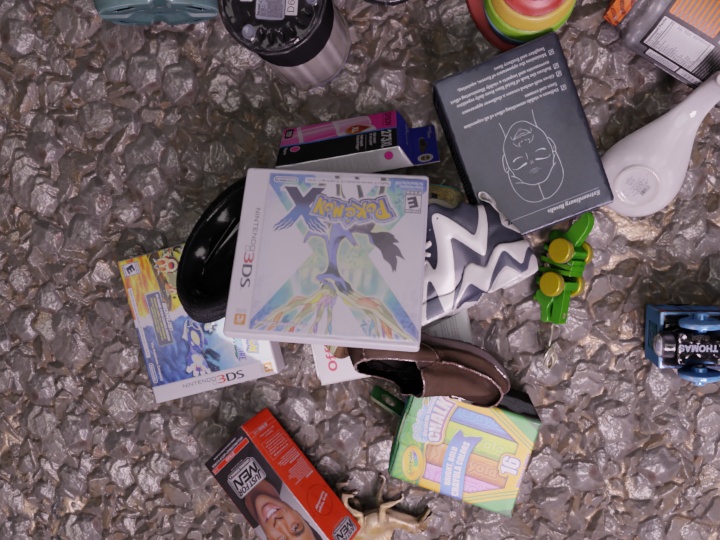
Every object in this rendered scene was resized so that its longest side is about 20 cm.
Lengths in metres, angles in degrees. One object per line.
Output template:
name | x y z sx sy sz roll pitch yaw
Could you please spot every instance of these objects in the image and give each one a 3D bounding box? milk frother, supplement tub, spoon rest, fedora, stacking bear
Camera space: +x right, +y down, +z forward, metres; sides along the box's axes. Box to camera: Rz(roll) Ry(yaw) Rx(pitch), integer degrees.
milk frother | -0.031 -0.301 0.715 0.197 0.188 0.183 22 98 4
supplement tub | 0.385 -0.277 0.699 0.199 0.123 0.123 34 98 3
spoon rest | 0.354 -0.142 0.719 0.099 0.061 0.201 35 134 1
fedora | -0.127 -0.018 0.751 0.198 0.091 0.203 -18 56 29
stacking bear | 0.187 -0.317 0.680 0.120 0.200 0.115 -18 93 8

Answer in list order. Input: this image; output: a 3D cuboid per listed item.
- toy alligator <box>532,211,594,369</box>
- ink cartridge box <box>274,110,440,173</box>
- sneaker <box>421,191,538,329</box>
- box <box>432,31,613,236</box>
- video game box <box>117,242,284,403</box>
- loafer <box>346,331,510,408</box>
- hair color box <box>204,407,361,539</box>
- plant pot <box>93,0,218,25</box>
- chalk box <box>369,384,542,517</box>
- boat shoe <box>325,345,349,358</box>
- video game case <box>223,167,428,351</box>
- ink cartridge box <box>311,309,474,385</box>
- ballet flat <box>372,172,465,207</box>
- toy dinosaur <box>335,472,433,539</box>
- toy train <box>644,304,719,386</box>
toy alligator | 0.242 0.020 0.782 0.054 0.059 0.203 25 108 48
ink cartridge box | -0.004 -0.154 0.773 0.197 0.095 0.037 -6 129 6
sneaker | 0.084 -0.015 0.699 0.198 0.079 0.131 -31 76 29
box | 0.187 -0.148 0.742 0.146 0.107 0.203 -20 92 8
video game box | -0.214 0.061 0.843 0.179 0.047 0.203 -15 93 5
loafer | 0.069 0.112 0.667 0.197 0.072 0.073 21 136 -11
hair color box | -0.103 0.295 0.816 0.200 0.061 0.102 48 119 8
plant pot | -0.252 -0.407 0.741 0.197 0.200 0.199 -2 102 7
chalk box | 0.104 0.194 0.776 0.197 0.125 0.126 17 97 6
boat shoe | 0.000 0.000 0.722 0.075 0.072 0.202 27 89 19
video game case | -0.032 -0.016 0.642 0.197 0.022 0.185 4 73 5
ink cartridge box | 0.035 0.049 0.789 0.197 0.086 0.150 -10 93 9
ballet flat | 0.034 -0.084 0.782 0.197 0.071 0.072 10 96 3
toy dinosaur | -0.004 0.336 0.834 0.197 0.058 0.103 -15 94 8
toy train | 0.438 0.081 0.728 0.197 0.114 0.088 -1 98 8
